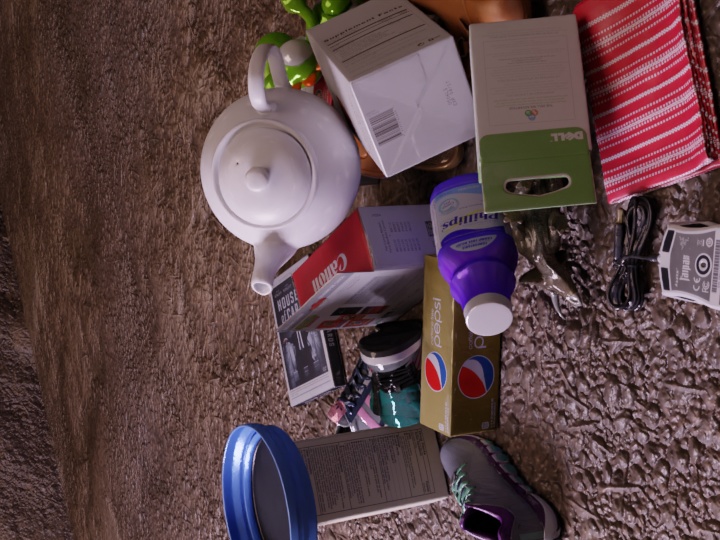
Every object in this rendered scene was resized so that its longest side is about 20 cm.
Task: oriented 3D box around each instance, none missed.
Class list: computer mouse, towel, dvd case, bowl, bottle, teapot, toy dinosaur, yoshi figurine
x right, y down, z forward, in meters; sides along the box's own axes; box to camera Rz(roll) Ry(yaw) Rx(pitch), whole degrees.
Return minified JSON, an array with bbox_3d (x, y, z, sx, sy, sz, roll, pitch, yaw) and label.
[{"bbox_3d":[0.288,-0.005,0.921,0.200,0.044,0.110,-163,76,-64],"label":"computer mouse"},{"bbox_3d":[0.256,-0.173,0.973,0.145,0.022,0.200,-21,75,60],"label":"towel"},{"bbox_3d":[-0.082,0.091,1.596,0.150,0.025,0.200,-33,66,56],"label":"dvd case"},{"bbox_3d":[-0.107,0.276,1.243,0.201,0.039,0.201,16,108,60],"label":"bowl"},{"bbox_3d":[0.120,-0.019,1.109,0.200,0.083,0.065,-93,-14,-48],"label":"bottle"},{"bbox_3d":[-0.097,-0.114,1.186,0.197,0.146,0.200,-44,89,14],"label":"teapot"},{"bbox_3d":[0.178,-0.060,1.065,0.102,0.077,0.200,75,-167,-67],"label":"toy dinosaur"},{"bbox_3d":[-0.065,-0.305,1.348,0.200,0.112,0.112,-48,17,2],"label":"yoshi figurine"}]

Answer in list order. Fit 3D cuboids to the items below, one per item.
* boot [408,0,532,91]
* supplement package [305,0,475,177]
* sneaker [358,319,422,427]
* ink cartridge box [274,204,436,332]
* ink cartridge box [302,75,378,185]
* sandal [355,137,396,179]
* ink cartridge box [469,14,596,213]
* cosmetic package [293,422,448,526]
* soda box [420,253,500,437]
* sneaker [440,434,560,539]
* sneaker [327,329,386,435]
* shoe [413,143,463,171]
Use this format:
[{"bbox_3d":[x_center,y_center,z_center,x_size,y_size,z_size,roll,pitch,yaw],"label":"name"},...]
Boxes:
[{"bbox_3d":[0.115,-0.255,1.164,0.200,0.074,0.155,-176,77,-66],"label":"boot"},{"bbox_3d":[0.033,-0.212,1.183,0.200,0.120,0.121,-120,6,-58],"label":"supplement package"},{"bbox_3d":[0.042,0.129,1.267,0.200,0.084,0.121,-29,-68,-80],"label":"sneaker"},{"bbox_3d":[0.000,0.000,1.288,0.200,0.176,0.084,-42,58,54],"label":"ink cartridge box"},{"bbox_3d":[-0.057,-0.200,1.453,0.200,0.083,0.145,23,114,56],"label":"ink cartridge box"},{"bbox_3d":[-0.037,-0.156,1.307,0.207,0.059,0.079,16,107,45],"label":"sandal"},{"bbox_3d":[0.161,-0.139,1.011,0.059,0.104,0.200,73,-165,-69],"label":"ink cartridge box"},{"bbox_3d":[-0.005,0.251,1.304,0.087,0.200,0.103,-36,61,57],"label":"cosmetic package"},{"bbox_3d":[0.113,0.081,1.207,0.064,0.068,0.200,14,106,60],"label":"soda box"},{"bbox_3d":[0.130,0.245,1.179,0.200,0.087,0.074,36,124,53],"label":"sneaker"},{"bbox_3d":[0.001,0.169,1.400,0.070,0.082,0.200,37,124,53],"label":"sneaker"},{"bbox_3d":[0.056,-0.168,1.294,0.200,0.053,0.070,28,107,40],"label":"shoe"}]
